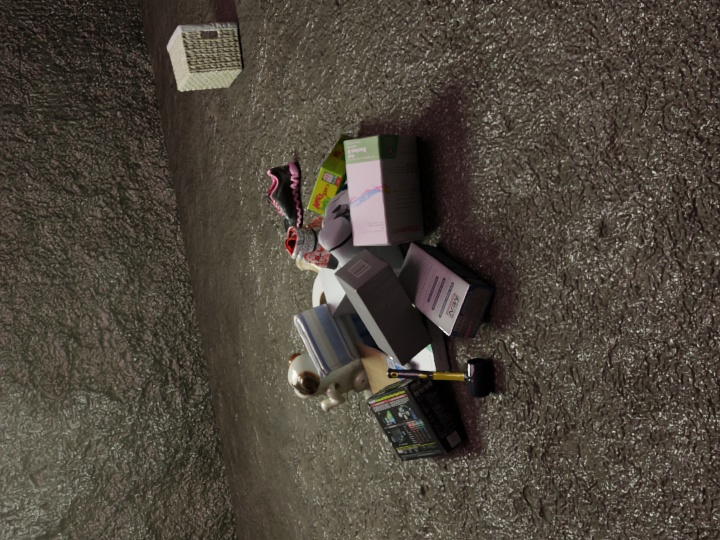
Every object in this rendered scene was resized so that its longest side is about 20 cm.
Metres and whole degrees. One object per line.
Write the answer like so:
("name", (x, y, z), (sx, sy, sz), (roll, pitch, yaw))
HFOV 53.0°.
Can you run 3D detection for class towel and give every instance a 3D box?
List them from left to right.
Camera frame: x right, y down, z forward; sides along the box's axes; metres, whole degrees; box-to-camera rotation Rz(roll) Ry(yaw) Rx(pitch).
("towel", (-0.053, 0.141, 1.605), (0.024, 0.200, 0.147), (-31, 82, 38))

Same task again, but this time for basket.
("basket", (-0.499, -0.690, 2.336), (0.200, 0.197, 0.162), (-12, 91, 64))

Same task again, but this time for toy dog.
("toy dog", (-0.070, 0.240, 1.687), (0.140, 0.199, 0.194), (56, 145, 42))

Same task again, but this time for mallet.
("mallet", (0.142, 0.200, 1.309), (0.199, 0.041, 0.066), (-10, 95, 31))

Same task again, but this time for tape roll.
("tape roll", (-0.068, 0.101, 1.835), (0.203, 0.037, 0.204), (28, 121, 59))

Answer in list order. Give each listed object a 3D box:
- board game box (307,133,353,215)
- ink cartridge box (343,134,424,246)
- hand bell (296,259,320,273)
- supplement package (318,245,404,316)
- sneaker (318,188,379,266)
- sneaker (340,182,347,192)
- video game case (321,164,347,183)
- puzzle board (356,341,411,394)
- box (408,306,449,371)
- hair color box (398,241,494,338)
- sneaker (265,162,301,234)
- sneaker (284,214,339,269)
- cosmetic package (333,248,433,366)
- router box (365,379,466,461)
("board game box", (-0.054, -0.209, 1.557), (0.200, 0.047, 0.102), (-69, 2, -58))
("ink cartridge box", (0.047, -0.151, 1.370), (0.087, 0.145, 0.201), (-4, 96, 32))
("hand bell", (-0.055, 0.013, 1.730), (0.200, 0.104, 0.104), (43, 137, 30))
("supplement package", (0.000, 0.000, 1.564), (0.200, 0.117, 0.117), (121, 137, -53))
("sneaker", (-0.017, -0.077, 1.428), (0.115, 0.075, 0.200), (54, -149, -28))
("sneaker", (-0.013, -0.168, 1.580), (0.200, 0.088, 0.076), (-34, 68, 64))
("video game case", (-0.053, -0.155, 1.749), (0.143, 0.019, 0.201), (18, 113, 62))
("puzzle board", (0.070, 0.239, 1.544), (0.200, 0.017, 0.151), (15, 128, 56))
("box", (0.106, 0.135, 1.475), (0.200, 0.036, 0.145), (-19, 80, 64))
("hair color box", (0.147, 0.033, 1.304), (0.200, 0.060, 0.100), (43, 118, 55))
("sneaker", (-0.217, -0.195, 1.998), (0.079, 0.095, 0.201), (19, 116, 60))
("sneaker", (-0.099, -0.081, 1.501), (0.202, 0.107, 0.067), (-96, 23, -54))
("cosmetic package", (0.044, 0.070, 1.352), (0.200, 0.090, 0.107), (57, 168, -31))
("router box", (0.106, 0.294, 1.441), (0.150, 0.062, 0.200), (58, 151, 3))
